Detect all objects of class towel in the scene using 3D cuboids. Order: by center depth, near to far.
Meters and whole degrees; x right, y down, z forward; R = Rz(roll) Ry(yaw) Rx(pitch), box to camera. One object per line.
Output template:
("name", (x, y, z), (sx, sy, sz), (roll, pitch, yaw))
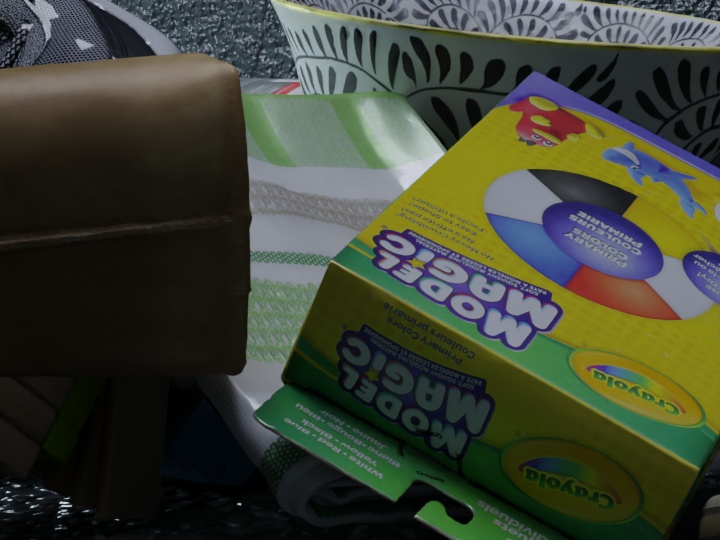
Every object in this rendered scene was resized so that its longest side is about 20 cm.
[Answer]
("towel", (0.000, 0.000, 0.700), (0.149, 0.031, 0.200), (2, 38, -35))

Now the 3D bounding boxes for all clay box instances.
("clay box", (0.060, 0.014, 0.649), (0.115, 0.048, 0.200), (29, 30, 10))

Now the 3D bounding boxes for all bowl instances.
("bowl", (0.060, -0.056, 0.880), (0.200, 0.095, 0.201), (6, 11, -1))

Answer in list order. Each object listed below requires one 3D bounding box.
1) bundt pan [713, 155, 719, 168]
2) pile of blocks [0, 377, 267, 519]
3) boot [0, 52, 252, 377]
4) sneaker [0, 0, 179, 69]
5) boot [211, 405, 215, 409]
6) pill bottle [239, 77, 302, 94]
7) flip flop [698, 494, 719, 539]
("bundt pan", (0.203, -0.013, 0.976), (0.201, 0.076, 0.202), (-3, 9, 0))
("pile of blocks", (-0.077, 0.037, 0.725), (0.062, 0.082, 0.200), (4, -4, 44))
("boot", (-0.128, -0.040, 0.563), (0.199, 0.176, 0.066), (-3, 43, -8))
("sneaker", (-0.140, -0.078, 0.686), (0.200, 0.076, 0.114), (29, -4, 46))
("boot", (-0.126, 0.037, 0.858), (0.166, 0.073, 0.200), (8, -1, -32))
("pill bottle", (-0.074, -0.041, 1.130), (0.114, 0.114, 0.200), (-10, 10, -41))
("flip flop", (0.157, 0.050, 0.613), (0.081, 0.058, 0.200), (9, 11, 37))
